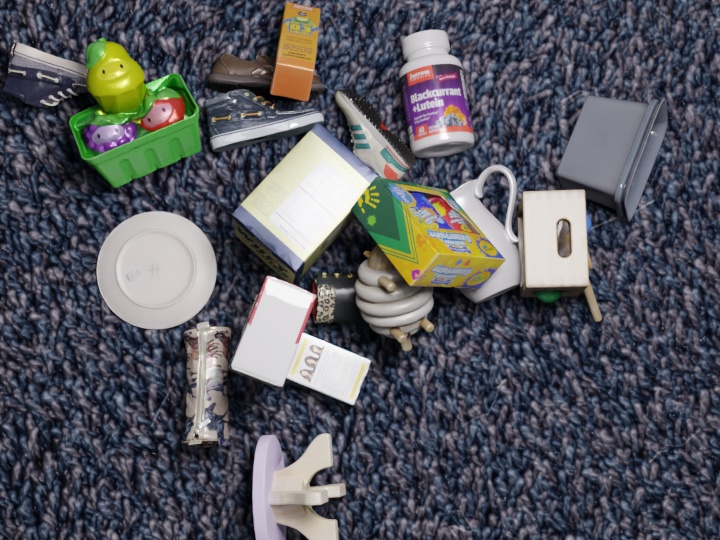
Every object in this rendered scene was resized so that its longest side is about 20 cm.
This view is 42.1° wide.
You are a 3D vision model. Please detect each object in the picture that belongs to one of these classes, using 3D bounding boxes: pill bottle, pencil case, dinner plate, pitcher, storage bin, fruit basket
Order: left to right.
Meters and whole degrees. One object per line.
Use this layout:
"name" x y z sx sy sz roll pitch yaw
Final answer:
"fruit basket" -0.375 -0.265 1.514 0.215 0.216 0.156 -25 48 -8
"dinner plate" -0.342 -0.002 1.572 0.199 0.024 0.201 1 82 -5
"pencil case" -0.251 0.186 1.523 0.078 0.089 0.201 1 82 -5
"pill bottle" 0.126 -0.304 1.612 0.111 0.111 0.201 -9 83 -7
"pitcher" 0.210 -0.061 1.569 0.171 0.121 0.201 -28 80 33
"storage bin" 0.436 -0.203 1.629 0.134 0.146 0.201 20 80 25

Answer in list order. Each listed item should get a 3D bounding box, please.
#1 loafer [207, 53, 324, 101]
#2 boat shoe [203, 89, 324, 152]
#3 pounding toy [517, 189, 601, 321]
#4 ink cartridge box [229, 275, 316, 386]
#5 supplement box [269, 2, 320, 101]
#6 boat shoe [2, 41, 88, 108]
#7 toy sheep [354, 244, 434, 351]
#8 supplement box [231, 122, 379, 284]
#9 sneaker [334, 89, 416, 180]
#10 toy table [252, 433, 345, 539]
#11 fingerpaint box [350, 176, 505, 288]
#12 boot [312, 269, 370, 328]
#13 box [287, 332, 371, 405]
"loafer" -0.159 -0.339 1.607 0.199 0.073 0.071 7 82 -5
"boat shoe" -0.167 -0.269 1.598 0.200 0.071 0.091 -13 88 -5
"pounding toy" 0.341 -0.019 1.575 0.142 0.184 0.201 -2 82 6
"ink cartridge box" -0.138 0.098 1.439 0.083 0.200 0.147 22 81 -6
"supplement box" -0.108 -0.369 1.568 0.066 0.069 0.200 9 42 -8
"boat shoe" -0.502 -0.308 1.579 0.199 0.075 0.093 19 94 -1
"toy sheep" 0.056 0.043 1.485 0.137 0.138 0.201 -11 113 -7
"supplement box" -0.091 -0.100 1.519 0.134 0.200 0.200 42 80 1
"sneaker" 0.004 -0.222 1.610 0.093 0.070 0.200 -48 70 24
"toy table" -0.097 0.360 1.484 0.117 0.184 0.201 -6 92 10
"fingerpaint box" 0.108 -0.056 1.450 0.073 0.200 0.167 -50 60 25
"boot" 0.000 0.001 1.575 0.153 0.073 0.204 4 86 -11
"box" -0.089 0.151 1.563 0.199 0.049 0.083 23 81 -2
